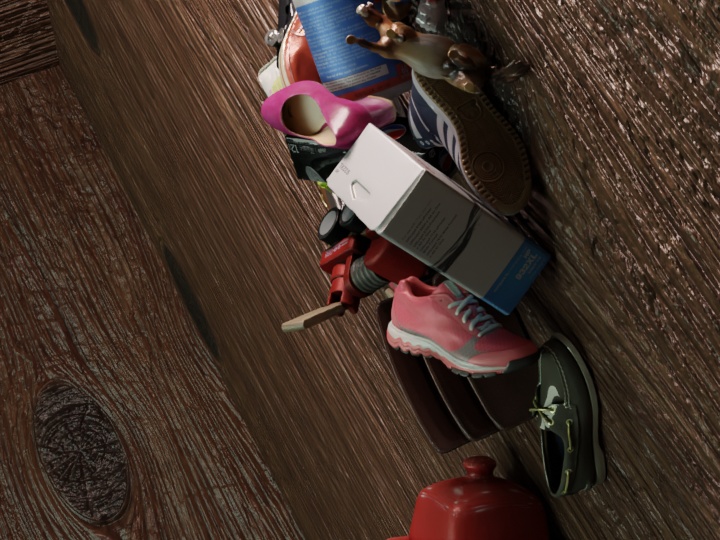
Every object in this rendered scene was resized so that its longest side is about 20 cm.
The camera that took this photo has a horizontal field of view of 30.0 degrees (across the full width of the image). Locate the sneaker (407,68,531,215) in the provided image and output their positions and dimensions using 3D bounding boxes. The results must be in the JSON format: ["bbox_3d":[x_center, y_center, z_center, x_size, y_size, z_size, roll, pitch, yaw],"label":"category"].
[{"bbox_3d":[0.113,-0.134,1.435,0.200,0.070,0.109,61,166,14],"label":"sneaker"}]

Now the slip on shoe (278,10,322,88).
[{"bbox_3d":[-0.049,-0.279,1.621,0.061,0.074,0.200,-20,51,49],"label":"slip on shoe"}]

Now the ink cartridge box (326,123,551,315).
[{"bbox_3d":[0.082,-0.054,1.424,0.200,0.084,0.145,31,-171,-34],"label":"ink cartridge box"}]

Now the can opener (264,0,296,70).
[{"bbox_3d":[-0.080,-0.343,1.696,0.063,0.079,0.200,-15,74,51],"label":"can opener"}]

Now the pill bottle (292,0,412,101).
[{"bbox_3d":[-0.013,-0.290,1.545,0.200,0.112,0.112,70,163,-12],"label":"pill bottle"}]

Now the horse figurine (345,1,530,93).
[{"bbox_3d":[0.073,-0.218,1.351,0.133,0.200,0.050,-34,-37,-73],"label":"horse figurine"}]

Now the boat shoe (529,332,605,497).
[{"bbox_3d":[0.224,0.165,1.492,0.072,0.060,0.202,39,148,58],"label":"boat shoe"}]

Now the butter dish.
[{"bbox_3d":[0.155,0.316,1.758,0.200,0.199,0.148,-174,85,-70],"label":"butter dish"}]

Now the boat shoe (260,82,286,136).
[{"bbox_3d":[-0.077,-0.225,1.916,0.076,0.072,0.200,43,167,28],"label":"boat shoe"}]

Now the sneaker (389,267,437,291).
[{"bbox_3d":[0.043,-0.017,1.801,0.200,0.074,0.087,59,165,28],"label":"sneaker"}]

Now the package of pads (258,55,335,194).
[{"bbox_3d":[-0.042,-0.181,1.750,0.200,0.068,0.154,60,-165,22],"label":"package of pads"}]

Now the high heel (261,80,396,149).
[{"bbox_3d":[-0.061,-0.166,1.505,0.200,0.096,0.067,14,122,39],"label":"high heel"}]

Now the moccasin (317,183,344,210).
[{"bbox_3d":[-0.014,-0.084,1.896,0.201,0.074,0.078,55,169,27],"label":"moccasin"}]

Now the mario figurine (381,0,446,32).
[{"bbox_3d":[0.032,-0.299,1.393,0.200,0.123,0.106,171,90,-77],"label":"mario figurine"}]

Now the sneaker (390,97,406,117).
[{"bbox_3d":[0.015,-0.209,1.647,0.200,0.075,0.087,59,156,25],"label":"sneaker"}]

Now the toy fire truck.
[{"bbox_3d":[0.000,0.000,1.627,0.176,0.129,0.200,-28,41,49],"label":"toy fire truck"}]

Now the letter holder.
[{"bbox_3d":[0.118,0.103,1.599,0.200,0.142,0.101,66,164,5],"label":"letter holder"}]

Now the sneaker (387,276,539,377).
[{"bbox_3d":[0.107,0.058,1.479,0.200,0.074,0.087,15,113,40],"label":"sneaker"}]

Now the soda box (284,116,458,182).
[{"bbox_3d":[0.014,-0.139,1.570,0.200,0.071,0.063,10,134,33],"label":"soda box"}]

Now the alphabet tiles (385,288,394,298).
[{"bbox_3d":[0.101,0.110,1.812,0.196,0.015,0.200,57,173,-37],"label":"alphabet tiles"}]
